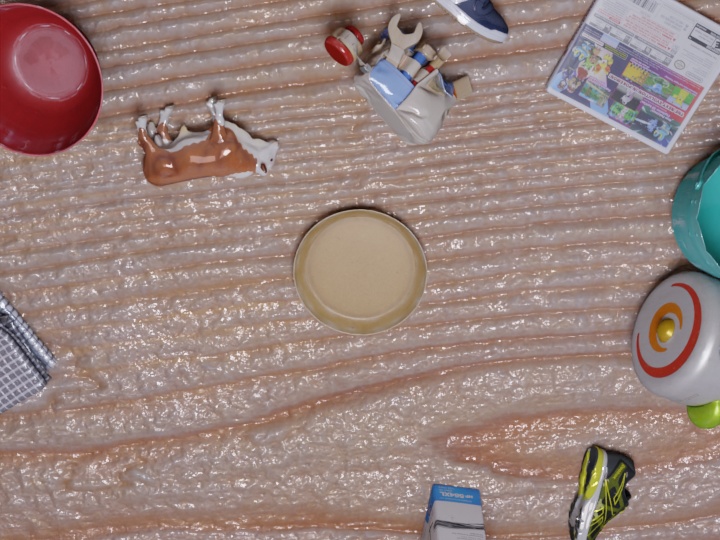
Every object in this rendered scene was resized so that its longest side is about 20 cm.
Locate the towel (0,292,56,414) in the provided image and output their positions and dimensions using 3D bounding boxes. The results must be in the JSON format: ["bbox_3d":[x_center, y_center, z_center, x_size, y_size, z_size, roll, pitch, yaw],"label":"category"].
[{"bbox_3d":[-0.588,0.145,1.646,0.199,0.086,0.166,-28,111,14],"label":"towel"}]

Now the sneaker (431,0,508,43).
[{"bbox_3d":[0.134,-0.389,1.389,0.199,0.070,0.109,36,112,-10],"label":"sneaker"}]

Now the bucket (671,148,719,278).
[{"bbox_3d":[0.526,-0.074,1.452,0.204,0.135,0.210,0,95,-5],"label":"bucket"}]

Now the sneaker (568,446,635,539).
[{"bbox_3d":[0.386,0.378,1.720,0.083,0.075,0.202,7,114,-2],"label":"sneaker"}]

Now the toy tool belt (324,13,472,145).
[{"bbox_3d":[0.055,-0.272,1.433,0.200,0.125,0.123,46,77,-20],"label":"toy tool belt"}]

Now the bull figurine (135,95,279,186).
[{"bbox_3d":[-0.215,-0.175,1.501,0.197,0.065,0.123,-11,110,5],"label":"bull figurine"}]

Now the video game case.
[{"bbox_3d":[0.379,-0.280,1.455,0.198,0.023,0.183,25,112,-10],"label":"video game case"}]

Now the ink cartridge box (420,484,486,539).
[{"bbox_3d":[0.144,0.458,1.695,0.083,0.200,0.148,9,114,-2],"label":"ink cartridge box"}]

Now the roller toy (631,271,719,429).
[{"bbox_3d":[0.476,0.099,1.525,0.138,0.201,0.184,19,118,-20],"label":"roller toy"}]

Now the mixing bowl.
[{"bbox_3d":[-0.428,-0.266,1.443,0.197,0.109,0.203,1,115,2],"label":"mixing bowl"}]

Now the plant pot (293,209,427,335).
[{"bbox_3d":[0.000,0.000,1.591,0.197,0.028,0.202,1,115,2],"label":"plant pot"}]
